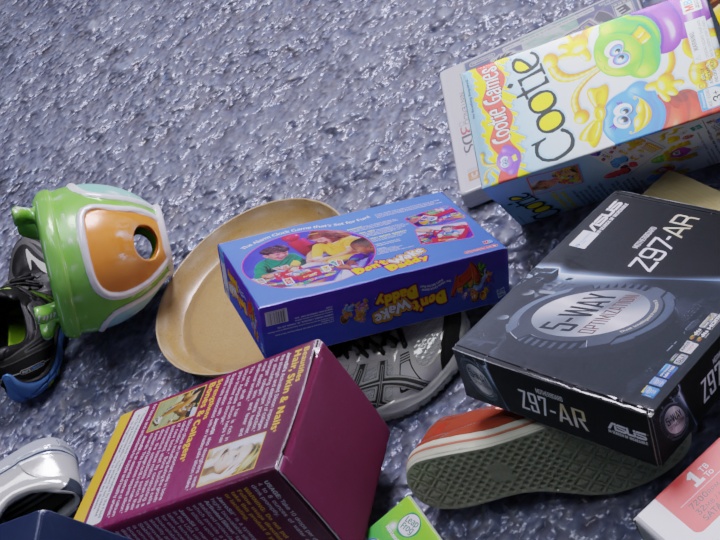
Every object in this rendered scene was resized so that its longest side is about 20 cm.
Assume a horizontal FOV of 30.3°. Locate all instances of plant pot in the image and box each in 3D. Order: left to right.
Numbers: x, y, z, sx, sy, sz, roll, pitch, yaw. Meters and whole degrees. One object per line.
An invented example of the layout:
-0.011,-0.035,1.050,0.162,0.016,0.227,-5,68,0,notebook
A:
-0.092,0.019,1.187,0.198,0.028,0.201,-19,41,18,plant pot

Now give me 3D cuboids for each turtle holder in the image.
-0.243,-0.005,1.236,0.130,0.186,0.142,-14,65,-12,turtle holder

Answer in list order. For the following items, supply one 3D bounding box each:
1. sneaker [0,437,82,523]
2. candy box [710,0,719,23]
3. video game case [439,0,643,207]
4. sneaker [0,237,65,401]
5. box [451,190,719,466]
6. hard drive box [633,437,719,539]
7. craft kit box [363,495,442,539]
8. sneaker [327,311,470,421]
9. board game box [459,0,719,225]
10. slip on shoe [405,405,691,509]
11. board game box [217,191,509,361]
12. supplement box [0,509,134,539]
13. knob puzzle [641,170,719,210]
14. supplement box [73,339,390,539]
-0.322,0.217,1.114,0.199,0.073,0.071,-36,36,-2,sneaker
0.375,-0.267,1.147,0.200,0.026,0.102,-44,44,-11,candy box
0.171,-0.157,1.181,0.198,0.023,0.183,-22,42,15,video game case
-0.325,0.033,1.291,0.070,0.083,0.201,-22,41,14,sneaker
0.184,0.029,0.888,0.159,0.044,0.200,17,47,44,box
0.280,0.165,0.745,0.156,0.077,0.200,-41,40,-8,hard drive box
0.006,0.274,0.855,0.197,0.049,0.200,-39,40,-1,craft kit box
-0.009,0.075,1.027,0.199,0.088,0.076,-32,38,1,sneaker
0.193,-0.124,1.045,0.198,0.105,0.104,-17,69,20,board game box
0.126,0.115,0.910,0.198,0.075,0.061,-13,29,24,slip on shoe
0.000,0.000,1.047,0.198,0.045,0.135,-14,26,-14,board game box
-0.163,0.278,0.795,0.134,0.199,0.202,-23,50,40,supplement box
0.233,0.027,0.949,0.217,0.031,0.221,-19,41,18,knob puzzle
-0.093,0.154,0.962,0.198,0.104,0.132,-22,30,29,supplement box
